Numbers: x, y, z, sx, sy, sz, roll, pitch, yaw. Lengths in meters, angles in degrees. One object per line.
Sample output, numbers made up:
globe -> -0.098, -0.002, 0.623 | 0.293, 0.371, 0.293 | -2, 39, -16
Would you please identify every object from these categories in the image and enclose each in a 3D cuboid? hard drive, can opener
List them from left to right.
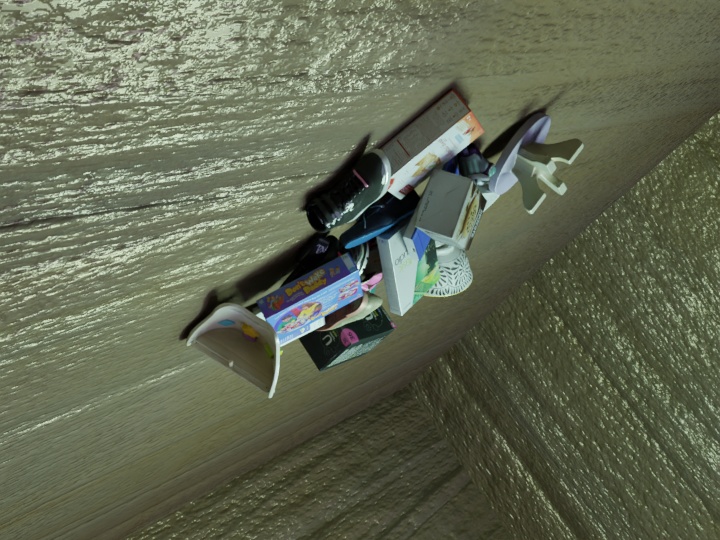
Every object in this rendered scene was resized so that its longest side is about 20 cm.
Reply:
can opener -> -0.112, 0.004, 1.664 | 0.200, 0.079, 0.063 | -48, -154, 27
hard drive -> 0.141, -0.129, 1.653 | 0.200, 0.025, 0.132 | -65, 164, -12

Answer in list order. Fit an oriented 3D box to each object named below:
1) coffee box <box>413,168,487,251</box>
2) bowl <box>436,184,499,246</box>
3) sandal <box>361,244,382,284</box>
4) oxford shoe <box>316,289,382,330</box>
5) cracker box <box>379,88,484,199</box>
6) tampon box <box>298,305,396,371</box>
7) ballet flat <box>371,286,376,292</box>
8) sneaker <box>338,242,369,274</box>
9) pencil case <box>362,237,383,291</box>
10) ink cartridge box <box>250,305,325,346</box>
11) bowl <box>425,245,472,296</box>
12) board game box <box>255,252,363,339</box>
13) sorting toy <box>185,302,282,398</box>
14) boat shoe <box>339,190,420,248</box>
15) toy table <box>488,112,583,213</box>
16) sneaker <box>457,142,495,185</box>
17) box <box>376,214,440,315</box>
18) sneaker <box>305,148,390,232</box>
coffee box -> 0.173, -0.111, 1.588 | 0.200, 0.080, 0.113 | 17, 92, -73
bowl -> 0.194, -0.135, 1.877 | 0.200, 0.075, 0.200 | -44, 164, 28
sandal -> 0.000, 0.000, 1.780 | 0.200, 0.080, 0.054 | -22, -151, 31
oxford shoe -> -0.033, 0.096, 1.861 | 0.074, 0.071, 0.200 | 13, 156, -37
cracker box -> 0.114, -0.217, 1.476 | 0.200, 0.058, 0.134 | -38, 165, 11
tampon box -> -0.042, 0.131, 2.023 | 0.126, 0.150, 0.200 | -44, 164, 30
ballet flat -> -0.004, 0.041, 1.976 | 0.067, 0.068, 0.200 | 2, -161, 8
sneaker -> -0.063, 0.003, 1.728 | 0.200, 0.074, 0.087 | -48, 151, 16
pencil case -> 0.035, -0.027, 1.835 | 0.094, 0.091, 0.200 | -11, 154, -47
ink cartridge box -> -0.167, 0.106, 1.787 | 0.200, 0.039, 0.100 | -25, 119, -35
bowl -> 0.176, -0.033, 2.017 | 0.201, 0.201, 0.094 | -25, 133, -36
board game box -> -0.095, 0.054, 1.640 | 0.200, 0.045, 0.134 | -28, 158, -8
sorting toy -> -0.218, 0.126, 1.598 | 0.107, 0.200, 0.180 | -57, 178, -29
boat shoe -> 0.030, -0.107, 1.623 | 0.200, 0.069, 0.084 | -31, 179, -37
toy table -> 0.379, -0.228, 1.803 | 0.200, 0.117, 0.184 | -59, 153, 12
sneaker -> 0.231, -0.227, 1.698 | 0.074, 0.088, 0.200 | -12, -167, 10
box -> 0.102, -0.025, 1.732 | 0.144, 0.036, 0.200 | -41, 137, -33
sneaker -> -0.024, -0.126, 1.420 | 0.099, 0.071, 0.200 | -30, 169, -38
